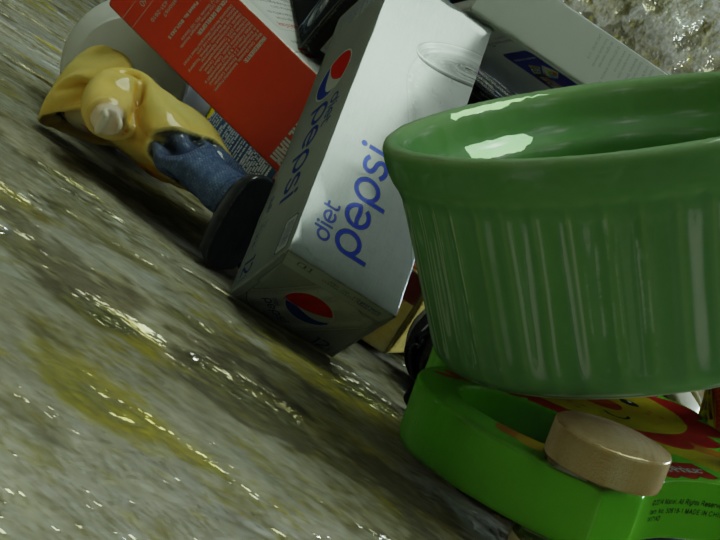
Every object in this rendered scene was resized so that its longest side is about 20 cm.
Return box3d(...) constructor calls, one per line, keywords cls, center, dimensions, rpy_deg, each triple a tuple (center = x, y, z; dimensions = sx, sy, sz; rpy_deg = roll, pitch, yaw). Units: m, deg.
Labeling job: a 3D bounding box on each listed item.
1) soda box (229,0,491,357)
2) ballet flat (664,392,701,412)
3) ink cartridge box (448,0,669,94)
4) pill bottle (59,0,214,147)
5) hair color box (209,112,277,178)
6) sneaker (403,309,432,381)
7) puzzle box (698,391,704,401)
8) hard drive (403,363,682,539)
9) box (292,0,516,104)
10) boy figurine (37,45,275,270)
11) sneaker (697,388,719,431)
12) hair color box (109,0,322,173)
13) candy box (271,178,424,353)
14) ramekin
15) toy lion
box3d(cls="soda box", center=(0.003, -0.059, 0.890), dimensions=(0.068, 0.200, 0.063), rpy_deg=(32, -36, -17))
box3d(cls="ballet flat", center=(0.171, 0.051, 0.904), dimensions=(0.070, 0.200, 0.065), rpy_deg=(-27, 82, -41))
box3d(cls="ink cartridge box", center=(0.133, -0.109, 0.998), dimensions=(0.200, 0.039, 0.099), rpy_deg=(33, -7, -17))
box3d(cls="pill bottle", center=(-0.147, -0.134, 1.164), dimensions=(0.104, 0.104, 0.200), rpy_deg=(33, 5, -5))
box3d(cls="hair color box", center=(-0.083, -0.081, 1.334), dimensions=(0.200, 0.061, 0.100), rpy_deg=(38, 7, 38))
box3d(cls="sneaker", center=(0.118, 0.017, 0.951), dimensions=(0.073, 0.200, 0.112), rpy_deg=(57, 5, -6))
box3d(cls="puzzle box", center=(0.252, 0.071, 1.033), dimensions=(0.025, 0.200, 0.133), rpy_deg=(14, -30, 41))
box3d(cls="hard drive", center=(0.126, 0.116, 0.892), dimensions=(0.140, 0.033, 0.200), rpy_deg=(38, 6, 41))
box3d(cls="box", center=(0.047, -0.119, 1.066), dimensions=(0.200, 0.044, 0.160), rpy_deg=(37, 16, -20))
box3d(cls="boy figurine", center=(-0.117, -0.071, 0.964), dimensions=(0.200, 0.064, 0.124), rpy_deg=(36, 5, 34))
box3d(cls="sneaker", center=(0.192, 0.083, 0.840), dimensions=(0.077, 0.073, 0.200), rpy_deg=(-7, -43, 19))
box3d(cls="hair color box", center=(-0.044, -0.112, 1.024), dimensions=(0.200, 0.064, 0.111), rpy_deg=(44, 16, 13))
box3d(cls="candy box", center=(0.000, 0.000, 1.097), dimensions=(0.117, 0.057, 0.200), rpy_deg=(34, 3, 10))
box3d(cls="ramekin", center=(0.114, -0.019, 0.706), dimensions=(0.200, 0.098, 0.200), rpy_deg=(-7, 13, 2))
box3d(cls="toy lion", center=(0.093, 0.073, 0.743), dimensions=(0.200, 0.069, 0.192), rpy_deg=(9, 14, -44))
